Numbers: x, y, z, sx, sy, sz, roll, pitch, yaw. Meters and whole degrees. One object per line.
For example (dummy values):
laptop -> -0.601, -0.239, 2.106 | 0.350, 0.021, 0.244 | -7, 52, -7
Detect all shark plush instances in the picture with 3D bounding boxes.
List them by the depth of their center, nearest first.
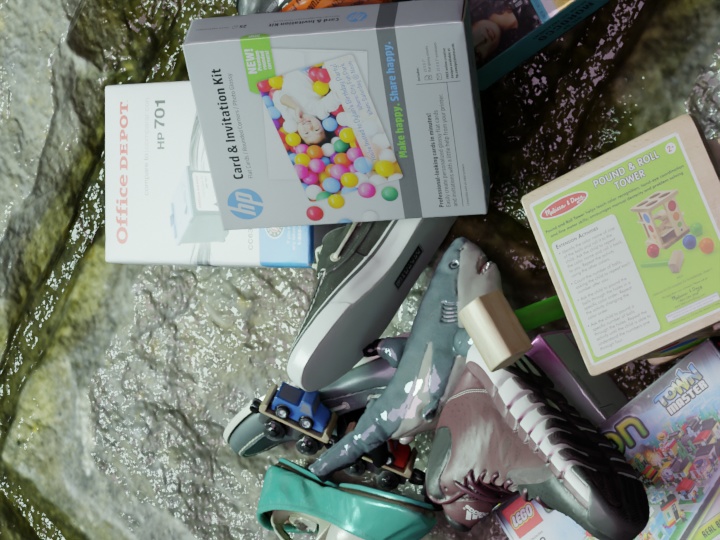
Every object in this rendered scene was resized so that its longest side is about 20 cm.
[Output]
shark plush -> 0.039, 0.075, 1.257 | 0.083, 0.091, 0.201 | 42, 101, 14

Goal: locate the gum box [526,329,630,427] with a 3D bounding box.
gum box -> 0.162, 0.156, 1.217 | 0.114, 0.066, 0.201 | -45, 70, 23

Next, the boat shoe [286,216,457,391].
boat shoe -> 0.000, 0.000, 1.274 | 0.063, 0.071, 0.201 | 29, 71, 27

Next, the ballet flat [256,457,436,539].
ballet flat -> -0.015, 0.193, 1.293 | 0.199, 0.067, 0.071 | 6, 72, 55

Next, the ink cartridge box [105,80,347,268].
ink cartridge box -> -0.103, -0.077, 1.356 | 0.198, 0.086, 0.149 | 1, 92, 29

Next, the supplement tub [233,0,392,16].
supplement tub -> -0.048, -0.247, 1.272 | 0.122, 0.122, 0.202 | -36, 59, 27

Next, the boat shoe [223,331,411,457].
boat shoe -> -0.021, 0.111, 1.322 | 0.199, 0.073, 0.062 | -27, 75, 23

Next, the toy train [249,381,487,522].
toy train -> 0.011, 0.133, 1.280 | 0.198, 0.034, 0.046 | 23, 123, 1

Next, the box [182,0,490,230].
box -> -0.014, -0.108, 1.208 | 0.197, 0.041, 0.157 | -2, 125, 11

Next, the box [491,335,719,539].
box -> 0.194, 0.148, 1.141 | 0.200, 0.035, 0.111 | -43, 72, 22

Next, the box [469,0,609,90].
box -> 0.136, -0.219, 1.229 | 0.199, 0.049, 0.083 | -34, 75, 27

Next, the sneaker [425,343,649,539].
sneaker -> 0.108, 0.144, 1.130 | 0.116, 0.075, 0.200 | -57, 35, 16

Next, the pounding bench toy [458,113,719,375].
pounding bench toy -> 0.178, 0.001, 1.145 | 0.199, 0.156, 0.125 | -27, 78, 24
